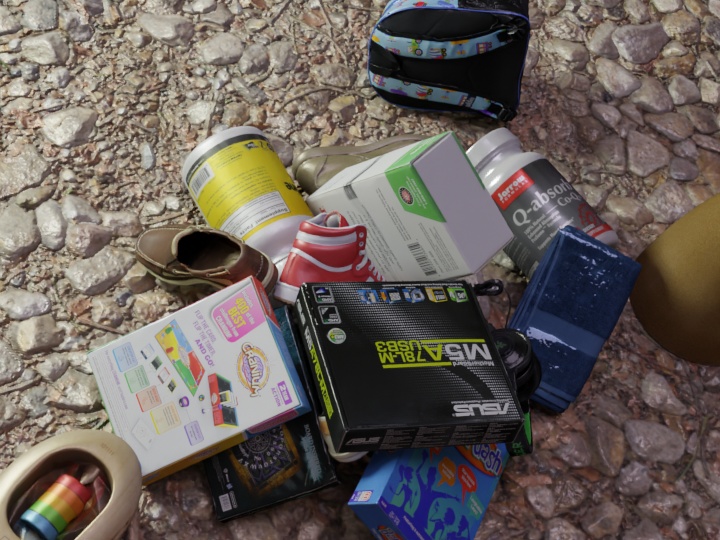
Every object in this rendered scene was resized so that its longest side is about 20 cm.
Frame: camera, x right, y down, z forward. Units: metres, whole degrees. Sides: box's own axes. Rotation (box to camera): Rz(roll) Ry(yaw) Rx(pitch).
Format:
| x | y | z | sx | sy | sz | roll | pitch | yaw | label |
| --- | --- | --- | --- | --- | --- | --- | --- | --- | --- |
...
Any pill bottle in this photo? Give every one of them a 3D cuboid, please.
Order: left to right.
| x | y | z | sx | sy | sz | roll | pitch | yaw | label |
| --- | --- | --- | --- | --- | --- | --- | --- | --- | --- |
| -0.116 | -0.059 | 1.793 | 0.112 | 0.113 | 0.200 | -19 | 65 | -26 | pill bottle |
| 0.209 | -0.071 | 1.891 | 0.116 | 0.116 | 0.200 | -30 | 69 | -30 | pill bottle |

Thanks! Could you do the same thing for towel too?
| x | y | z | sx | sy | sz | roll | pitch | yaw | label |
| --- | --- | --- | --- | --- | --- | --- | --- | --- | --- |
| 0.235 | 0.056 | 1.788 | 0.111 | 0.049 | 0.200 | 27 | 94 | 2 | towel |

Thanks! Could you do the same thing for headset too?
| x | y | z | sx | sy | sz | roll | pitch | yaw | label |
| --- | --- | --- | --- | --- | --- | --- | --- | --- | --- |
| 0.149 | 0.106 | 1.711 | 0.094 | 0.124 | 0.201 | -9 | 70 | 11 | headset |

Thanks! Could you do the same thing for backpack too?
| x | y | z | sx | sy | sz | roll | pitch | yaw | label |
| --- | --- | --- | --- | --- | --- | --- | --- | --- | --- |
| 0.110 | -0.291 | 1.981 | 0.199 | 0.183 | 0.135 | 3 | 47 | 0 | backpack |

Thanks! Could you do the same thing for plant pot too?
| x | y | z | sx | sy | sz | roll | pitch | yaw | label |
| --- | --- | --- | --- | --- | --- | --- | --- | --- | --- |
| 0.448 | -0.016 | 1.871 | 0.186 | 0.200 | 0.187 | 8 | 55 | -12 | plant pot |

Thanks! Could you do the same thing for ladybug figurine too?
| x | y | z | sx | sy | sz | roll | pitch | yaw | label |
| --- | --- | --- | --- | --- | --- | --- | --- | --- | --- |
| -0.304 | 0.248 | 1.556 | 0.136 | 0.072 | 0.200 | 38 | 59 | 15 | ladybug figurine |

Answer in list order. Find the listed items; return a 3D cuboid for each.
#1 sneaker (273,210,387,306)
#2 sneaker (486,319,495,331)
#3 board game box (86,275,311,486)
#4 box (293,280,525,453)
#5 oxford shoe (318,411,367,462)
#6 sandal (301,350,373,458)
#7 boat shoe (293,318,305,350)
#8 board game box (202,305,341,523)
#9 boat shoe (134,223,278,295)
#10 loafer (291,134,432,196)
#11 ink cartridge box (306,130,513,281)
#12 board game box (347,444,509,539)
| x | y | z | sx | sy | sz | roll | pitch | yaw | label |
| --- | --- | --- | --- | --- | --- | --- | --- | --- | --- |
| 0.000 | 0.000 | 1.726 | 0.200 | 0.071 | 0.113 | 15 | 92 | -42 | sneaker |
| 0.079 | 0.115 | 1.760 | 0.200 | 0.071 | 0.098 | -15 | 72 | -30 | sneaker |
| -0.171 | 0.117 | 1.630 | 0.200 | 0.040 | 0.153 | -24 | 73 | 7 | board game box |
| 0.047 | 0.095 | 1.601 | 0.199 | 0.048 | 0.193 | 0 | 46 | -21 | box |
| 0.020 | 0.116 | 1.639 | 0.200 | 0.075 | 0.058 | -51 | 120 | -37 | oxford shoe |
| -0.017 | 0.153 | 1.682 | 0.200 | 0.075 | 0.048 | 32 | 23 | -6 | sandal |
| -0.107 | 0.095 | 1.721 | 0.199 | 0.066 | 0.072 | -12 | 62 | -22 | boat shoe |
| -0.111 | 0.151 | 1.648 | 0.135 | 0.028 | 0.201 | -18 | 74 | 5 | board game box |
| -0.182 | -0.024 | 1.717 | 0.202 | 0.075 | 0.075 | 11 | 69 | 37 | boat shoe |
| 0.018 | -0.116 | 1.897 | 0.199 | 0.076 | 0.068 | -8 | 60 | -9 | loafer |
| 0.052 | -0.060 | 1.763 | 0.084 | 0.200 | 0.146 | -41 | 107 | -35 | ink cartridge box |
| 0.079 | 0.216 | 1.655 | 0.152 | 0.045 | 0.200 | 52 | 48 | -30 | board game box |
